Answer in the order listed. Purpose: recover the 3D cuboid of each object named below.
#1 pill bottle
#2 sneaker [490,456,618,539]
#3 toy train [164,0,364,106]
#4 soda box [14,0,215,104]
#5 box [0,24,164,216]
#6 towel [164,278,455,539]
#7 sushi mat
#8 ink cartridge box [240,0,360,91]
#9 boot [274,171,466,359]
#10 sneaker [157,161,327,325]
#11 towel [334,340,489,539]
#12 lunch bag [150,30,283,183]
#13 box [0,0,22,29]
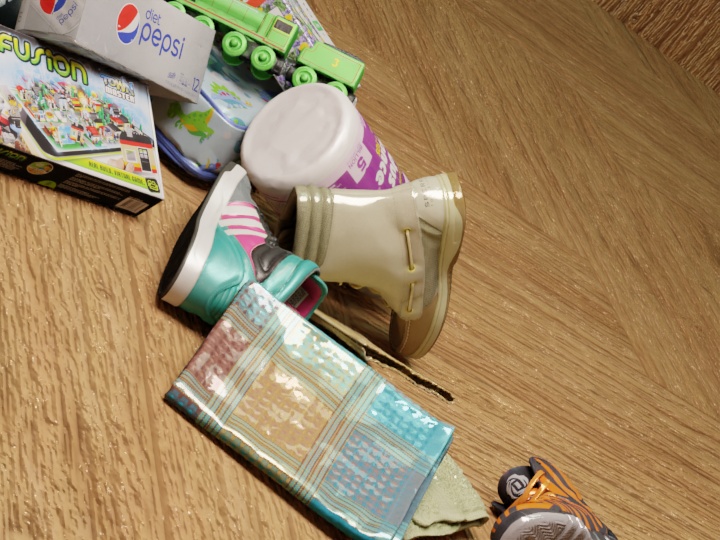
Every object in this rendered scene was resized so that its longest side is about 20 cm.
[{"bbox_3d":[-0.013,-0.063,1.756,0.200,0.112,0.113,51,6,-46],"label":"pill bottle"},{"bbox_3d":[0.135,0.201,1.591,0.112,0.078,0.200,48,9,33],"label":"sneaker"},{"bbox_3d":[-0.087,-0.201,1.762,0.199,0.057,0.042,27,-11,1],"label":"toy train"},{"bbox_3d":[-0.197,-0.196,1.634,0.063,0.069,0.200,12,-4,26],"label":"soda box"},{"bbox_3d":[-0.240,-0.120,1.556,0.199,0.035,0.111,18,53,-48],"label":"box"},{"bbox_3d":[-0.031,0.106,1.455,0.199,0.022,0.147,37,41,-3],"label":"towel"},{"bbox_3d":[0.003,0.061,1.614,0.095,0.012,0.200,30,0,-23],"label":"sushi mat"},{"bbox_3d":[-0.079,-0.238,1.842,0.201,0.050,0.109,58,11,-2],"label":"ink cartridge box"},{"bbox_3d":[0.000,0.000,1.691,0.153,0.201,0.072,-4,47,-14],"label":"boot"},{"bbox_3d":[-0.083,-0.008,1.591,0.120,0.084,0.200,32,28,-10],"label":"sneaker"},{"bbox_3d":[0.008,0.128,1.545,0.200,0.037,0.148,48,19,19],"label":"towel"},{"bbox_3d":[-0.134,-0.154,1.825,0.161,0.083,0.200,46,20,15],"label":"lunch bag"},{"bbox_3d":[-0.286,-0.233,1.690,0.159,0.046,0.200,46,30,-3],"label":"box"}]
